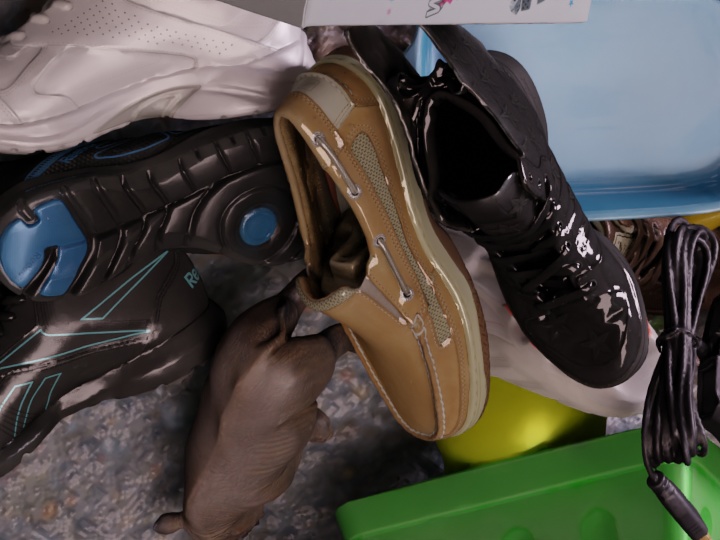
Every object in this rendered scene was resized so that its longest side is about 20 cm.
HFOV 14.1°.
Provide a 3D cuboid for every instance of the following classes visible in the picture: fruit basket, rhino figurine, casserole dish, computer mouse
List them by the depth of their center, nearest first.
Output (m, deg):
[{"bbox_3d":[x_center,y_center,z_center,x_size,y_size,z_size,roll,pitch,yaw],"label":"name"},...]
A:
[{"bbox_3d":[0.110,-0.086,1.375,0.199,0.039,0.122,-3,99,-7],"label":"casserole dish"},{"bbox_3d":[0.188,0.076,1.399,0.046,0.141,0.200,-2,150,25],"label":"computer mouse"},{"bbox_3d":[-0.055,0.084,1.441,0.087,0.060,0.200,-41,161,-44],"label":"rhino figurine"},{"bbox_3d":[0.094,0.108,1.490,0.216,0.216,0.155,-43,145,4],"label":"fruit basket"}]

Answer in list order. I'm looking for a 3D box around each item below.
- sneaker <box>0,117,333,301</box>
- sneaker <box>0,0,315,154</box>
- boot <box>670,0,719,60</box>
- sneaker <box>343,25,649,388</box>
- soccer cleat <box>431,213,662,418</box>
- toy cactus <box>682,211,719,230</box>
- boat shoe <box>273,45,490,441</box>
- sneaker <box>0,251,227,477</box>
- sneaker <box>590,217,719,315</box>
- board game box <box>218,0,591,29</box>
[{"bbox_3d":[-0.091,-0.042,1.365,0.199,0.082,0.074,-8,117,-26],"label":"sneaker"},{"bbox_3d":[-0.121,-0.111,1.338,0.199,0.078,0.100,-12,102,-15],"label":"sneaker"},{"bbox_3d":[0.160,-0.149,1.429,0.200,0.074,0.096,-39,96,14],"label":"boot"},{"bbox_3d":[0.063,-0.031,1.297,0.060,0.104,0.201,-24,92,20],"label":"sneaker"},{"bbox_3d":[0.062,0.022,1.417,0.069,0.199,0.078,-49,156,-34],"label":"soccer cleat"},{"bbox_3d":[0.239,-0.006,1.440,0.102,0.165,0.200,-39,106,-12],"label":"toy cactus"},{"bbox_3d":[0.000,0.000,1.342,0.076,0.071,0.201,-39,119,-39],"label":"boat shoe"},{"bbox_3d":[-0.165,0.043,1.400,0.199,0.075,0.080,-29,112,-16],"label":"sneaker"},{"bbox_3d":[0.119,-0.013,1.469,0.199,0.076,0.071,21,107,-28],"label":"sneaker"},{"bbox_3d":[-0.011,-0.151,1.220,0.200,0.147,0.065,-6,113,-51],"label":"board game box"}]
